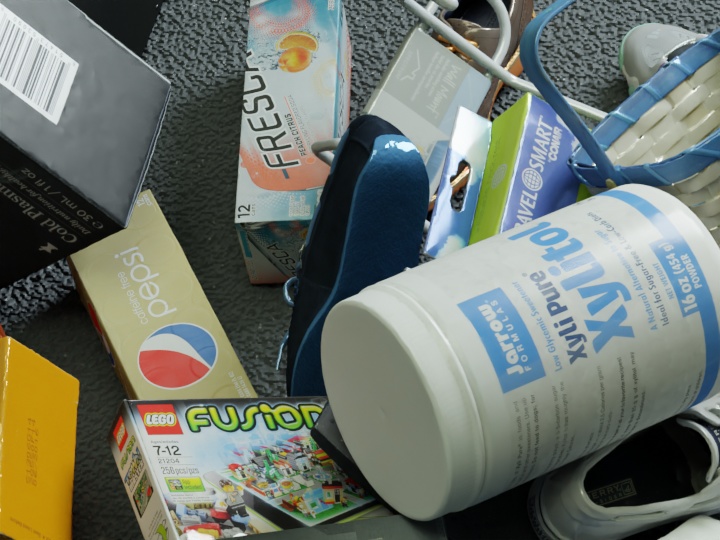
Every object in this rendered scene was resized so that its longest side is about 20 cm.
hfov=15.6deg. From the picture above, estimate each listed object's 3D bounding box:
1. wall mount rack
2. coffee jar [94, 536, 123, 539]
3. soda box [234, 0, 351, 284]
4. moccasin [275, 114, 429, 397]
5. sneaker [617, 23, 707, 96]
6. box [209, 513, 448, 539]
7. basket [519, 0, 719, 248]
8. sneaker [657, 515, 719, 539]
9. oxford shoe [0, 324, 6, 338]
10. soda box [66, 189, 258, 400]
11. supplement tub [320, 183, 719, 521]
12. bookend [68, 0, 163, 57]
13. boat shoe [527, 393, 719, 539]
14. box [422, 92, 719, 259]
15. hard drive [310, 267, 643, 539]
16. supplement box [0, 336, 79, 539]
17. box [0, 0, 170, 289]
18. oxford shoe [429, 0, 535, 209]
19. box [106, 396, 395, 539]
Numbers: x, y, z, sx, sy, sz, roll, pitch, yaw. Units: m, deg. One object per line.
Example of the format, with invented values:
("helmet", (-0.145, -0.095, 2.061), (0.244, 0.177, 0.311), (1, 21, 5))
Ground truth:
("wall mount rack", (0.070, -0.080, 1.637), (0.200, 0.174, 0.075), (-62, 22, -13))
("coffee jar", (-0.085, 0.226, 1.468), (0.200, 0.085, 0.104), (21, 61, 22))
("soda box", (-0.042, -0.089, 1.717), (0.063, 0.068, 0.200), (-3, 53, 6))
("moccasin", (0.000, 0.000, 1.580), (0.080, 0.200, 0.068), (7, 29, -24))
("sneaker", (0.242, -0.131, 1.661), (0.078, 0.140, 0.200), (-38, 57, -22))
("box", (-0.016, 0.227, 1.370), (0.157, 0.051, 0.200), (-8, 53, -6))
("basket", (0.197, -0.106, 1.520), (0.176, 0.200, 0.139), (-44, 17, -21))
("sneaker", (0.179, 0.219, 1.448), (0.115, 0.074, 0.200), (21, 48, 25))
("oxford shoe", (-0.237, 0.098, 1.604), (0.073, 0.071, 0.200), (-17, 52, 2))
("soda box", (-0.120, 0.047, 1.628), (0.068, 0.064, 0.200), (-23, 53, -9))
("supplement tub", (0.094, 0.042, 1.432), (0.200, 0.132, 0.132), (-22, 51, -26))
("bookend", (-0.211, -0.194, 1.744), (0.092, 0.200, 0.199), (8, 55, 14))
("boat shoe", (0.189, 0.108, 1.500), (0.200, 0.065, 0.074), (-25, 82, -31))
("box", (0.141, -0.018, 1.580), (0.200, 0.048, 0.122), (28, 52, -19))
("hard drive", (0.073, 0.105, 1.510), (0.200, 0.042, 0.135), (36, 59, -9))
("supplement box", (-0.263, 0.130, 1.523), (0.200, 0.074, 0.126), (-17, 57, 26))
("box", (-0.261, -0.093, 1.624), (0.196, 0.200, 0.124), (-23, 41, 42))
("oxford shoe", (0.055, -0.123, 1.718), (0.071, 0.073, 0.200), (14, 56, 18))
("box", (-0.036, 0.124, 1.515), (0.200, 0.035, 0.110), (0, 46, -30))
